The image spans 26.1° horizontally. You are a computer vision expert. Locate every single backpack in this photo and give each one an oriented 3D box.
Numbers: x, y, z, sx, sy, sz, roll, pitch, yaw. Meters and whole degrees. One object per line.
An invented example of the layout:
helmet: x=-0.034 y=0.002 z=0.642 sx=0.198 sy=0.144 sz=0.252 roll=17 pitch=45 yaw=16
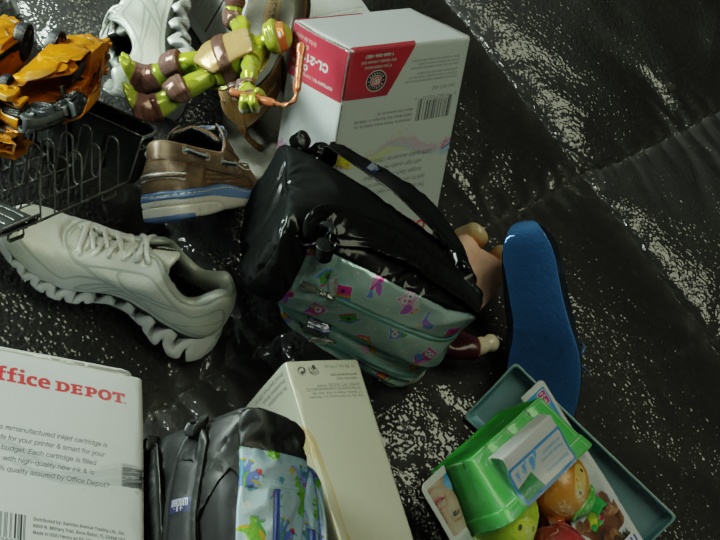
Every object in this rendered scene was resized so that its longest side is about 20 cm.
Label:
backpack: x=-0.092 y=0.222 z=1.100 sx=0.153 sy=0.162 sz=0.202 roll=29 pitch=51 yaw=-34
backpack: x=0.000 y=0.000 z=1.269 sx=0.199 sy=0.127 sz=0.168 roll=29 pitch=32 yaw=-20

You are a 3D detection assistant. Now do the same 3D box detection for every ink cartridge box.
ink cartridge box: x=0.004 y=-0.119 z=1.376 sx=0.145 sy=0.202 sz=0.083 roll=-13 pitch=34 yaw=-41
ink cartridge box: x=-0.231 y=0.165 z=1.087 sx=0.145 sy=0.084 sz=0.202 roll=14 pitch=52 yaw=-26

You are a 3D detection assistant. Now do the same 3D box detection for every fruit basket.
fruit basket: x=0.160 y=0.217 z=1.315 sx=0.185 sy=0.094 sz=0.201 roll=-33 pitch=88 yaw=-39

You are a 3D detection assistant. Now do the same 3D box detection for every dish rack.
dish rack: x=-0.273 y=-0.090 z=1.215 sx=0.152 sy=0.055 sz=0.200 roll=23 pitch=29 yaw=22

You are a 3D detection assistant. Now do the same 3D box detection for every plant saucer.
plant saucer: x=0.188 y=0.174 z=1.394 sx=0.200 sy=0.070 sz=0.019 roll=44 pitch=11 yaw=-1

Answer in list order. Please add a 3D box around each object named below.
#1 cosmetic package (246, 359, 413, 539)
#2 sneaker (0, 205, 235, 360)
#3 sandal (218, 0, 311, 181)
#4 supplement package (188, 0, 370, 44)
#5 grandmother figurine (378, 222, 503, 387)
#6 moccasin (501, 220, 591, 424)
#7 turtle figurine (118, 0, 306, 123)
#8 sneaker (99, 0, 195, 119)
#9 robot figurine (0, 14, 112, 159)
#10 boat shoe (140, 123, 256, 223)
cosmetic package: x=-0.025 y=0.181 z=1.208 sx=0.070 sy=0.105 sz=0.202 roll=0 pitch=57 yaw=-32
sneaker: x=-0.190 y=-0.006 z=1.236 sx=0.198 sy=0.081 sz=0.076 roll=26 pitch=49 yaw=-15
sandal: x=-0.091 y=-0.170 z=1.376 sx=0.081 sy=0.202 sz=0.054 roll=21 pitch=16 yaw=28
supplement package: x=-0.086 y=-0.254 z=1.476 sx=0.109 sy=0.114 sz=0.201 roll=-20 pitch=71 yaw=-41
grandmother figurine: x=0.073 y=0.039 z=1.418 sx=0.121 sy=0.061 sz=0.200 roll=33 pitch=46 yaw=14
moccasin: x=0.172 y=0.054 z=1.424 sx=0.068 sy=0.079 sz=0.203 roll=-21 pitch=110 yaw=-76
turtle figurine: x=-0.123 y=-0.184 z=1.323 sx=0.160 sy=0.065 sz=0.201 roll=-20 pitch=53 yaw=6
sneaker: x=-0.197 y=-0.232 z=1.419 sx=0.080 sy=0.075 sz=0.202 roll=7 pitch=54 yaw=-20
robot figurine: x=-0.269 y=-0.142 z=1.197 sx=0.143 sy=0.059 sz=0.200 roll=13 pitch=28 yaw=6
boat shoe: x=-0.129 y=-0.085 z=1.293 sx=0.200 sy=0.071 sz=0.073 roll=-39 pitch=125 yaw=-79
